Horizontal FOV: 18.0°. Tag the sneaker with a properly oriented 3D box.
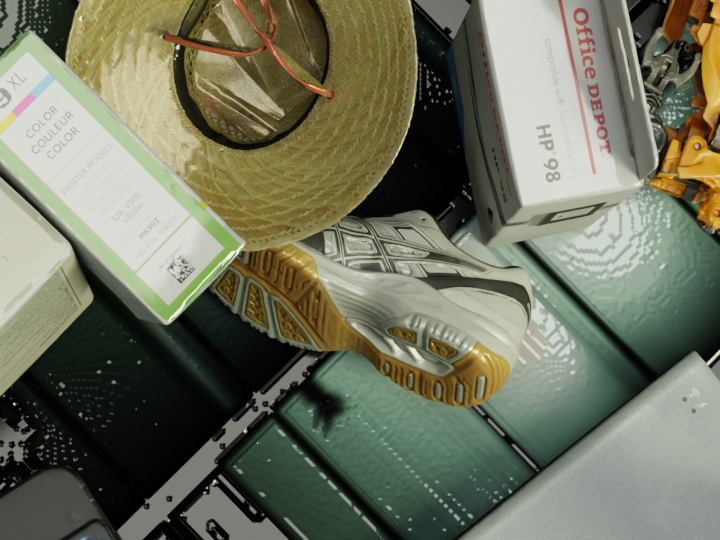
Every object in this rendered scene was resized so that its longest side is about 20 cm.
[{"bbox_3d":[0.000,0.000,1.246,0.199,0.076,0.088,27,52,8],"label":"sneaker"}]

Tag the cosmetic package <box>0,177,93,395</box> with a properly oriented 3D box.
[{"bbox_3d":[-0.198,0.014,1.153,0.071,0.200,0.105,43,81,2],"label":"cosmetic package"}]

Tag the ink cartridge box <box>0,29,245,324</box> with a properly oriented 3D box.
[{"bbox_3d":[-0.152,-0.062,1.115,0.200,0.104,0.059,44,82,-10],"label":"ink cartridge box"}]

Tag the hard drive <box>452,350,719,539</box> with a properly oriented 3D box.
[{"bbox_3d":[0.147,0.160,1.248,0.200,0.033,0.140,-38,88,-8],"label":"hard drive"}]

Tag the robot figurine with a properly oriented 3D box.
[{"bbox_3d":[0.225,-0.112,1.275,0.145,0.058,0.201,21,81,-1],"label":"robot figurine"}]

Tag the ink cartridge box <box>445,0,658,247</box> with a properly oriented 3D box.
[{"bbox_3d":[0.096,-0.086,1.189,0.066,0.200,0.116,-11,84,-5],"label":"ink cartridge box"}]

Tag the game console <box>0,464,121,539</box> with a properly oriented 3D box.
[{"bbox_3d":[-0.173,0.222,1.171,0.172,0.119,0.200,-32,87,-7],"label":"game console"}]

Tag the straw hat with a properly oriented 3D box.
[{"bbox_3d":[-0.054,-0.114,1.217,0.200,0.085,0.202,1,96,8],"label":"straw hat"}]
